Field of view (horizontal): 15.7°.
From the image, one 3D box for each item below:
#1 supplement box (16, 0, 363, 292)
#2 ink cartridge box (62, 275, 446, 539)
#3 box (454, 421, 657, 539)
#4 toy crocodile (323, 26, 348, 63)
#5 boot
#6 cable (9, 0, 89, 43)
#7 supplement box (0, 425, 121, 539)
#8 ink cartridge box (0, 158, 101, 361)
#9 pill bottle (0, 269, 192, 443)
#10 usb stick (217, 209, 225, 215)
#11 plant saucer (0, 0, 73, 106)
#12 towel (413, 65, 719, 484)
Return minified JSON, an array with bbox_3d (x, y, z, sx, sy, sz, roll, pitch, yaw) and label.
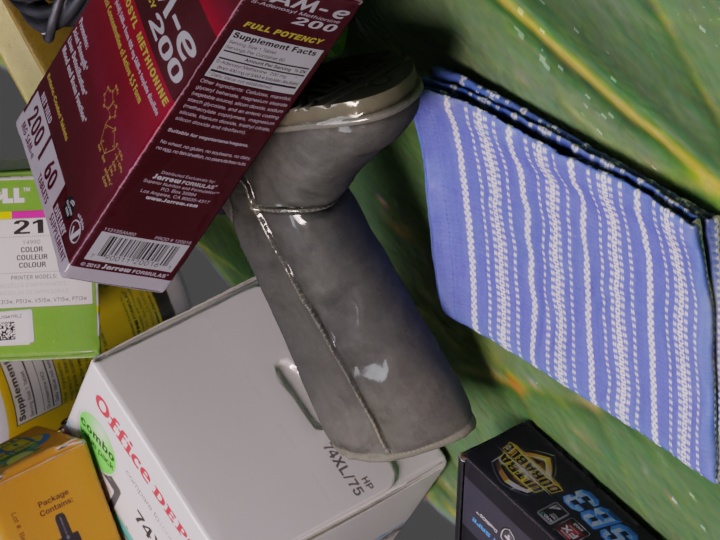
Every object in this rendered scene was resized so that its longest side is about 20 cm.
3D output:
[{"bbox_3d":[-0.084,-0.096,1.221,0.200,0.061,0.109,-53,42,34],"label":"supplement box"},{"bbox_3d":[-0.072,0.120,1.462,0.147,0.146,0.200,55,151,16],"label":"ink cartridge box"},{"bbox_3d":[0.122,0.208,1.310,0.200,0.050,0.199,42,144,37],"label":"box"},{"bbox_3d":[-0.047,-0.162,1.282,0.067,0.062,0.200,-1,123,22],"label":"toy crocodile"},{"bbox_3d":[0.002,-0.001,1.274,0.182,0.073,0.200,-5,111,57],"label":"boot"},{"bbox_3d":[-0.139,-0.215,1.343,0.163,0.051,0.200,8,94,32],"label":"cable"},{"bbox_3d":[-0.158,0.189,1.440,0.069,0.066,0.200,13,124,60],"label":"supplement box"},{"bbox_3d":[-0.189,-0.057,1.432,0.148,0.076,0.200,-158,67,-77],"label":"ink cartridge box"},{"bbox_3d":[-0.208,0.048,1.579,0.112,0.200,0.113,41,144,38],"label":"pill bottle"},{"bbox_3d":[-0.087,-0.099,1.346,0.200,0.055,0.033,64,-168,-49],"label":"usb stick"},{"bbox_3d":[-0.178,-0.134,1.496,0.200,0.048,0.200,62,171,7],"label":"plant saucer"},{"bbox_3d":[0.093,0.000,1.211,0.200,0.024,0.145,33,140,45],"label":"towel"}]
